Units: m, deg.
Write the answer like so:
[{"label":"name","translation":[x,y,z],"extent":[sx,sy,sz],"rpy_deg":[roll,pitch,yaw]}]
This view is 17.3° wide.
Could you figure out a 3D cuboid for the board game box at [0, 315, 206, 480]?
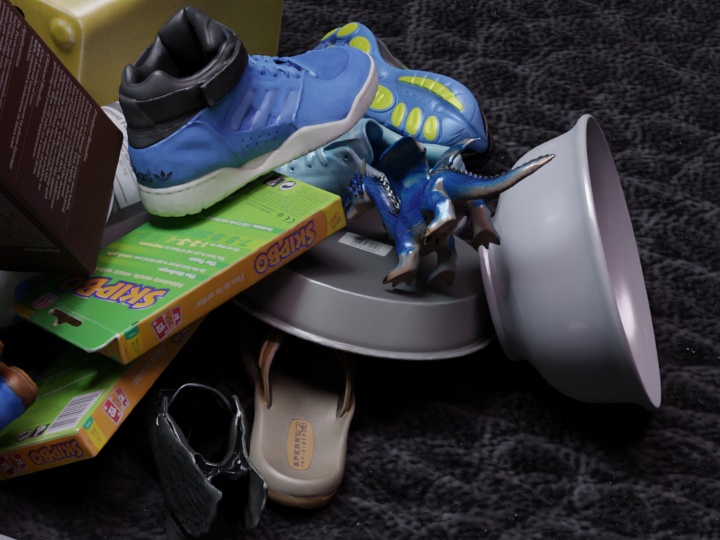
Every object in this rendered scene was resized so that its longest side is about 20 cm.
[{"label":"board game box","translation":[-0.159,0.058,1.502],"extent":[0.095,0.030,0.200],"rpy_deg":[-16,27,37]}]

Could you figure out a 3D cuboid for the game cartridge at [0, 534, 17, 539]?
[{"label":"game cartridge","translation":[-0.213,0.233,1.322],"extent":[0.129,0.038,0.200],"rpy_deg":[15,40,12]}]

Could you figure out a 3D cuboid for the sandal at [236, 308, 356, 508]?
[{"label":"sandal","translation":[-0.039,0.068,1.532],"extent":[0.080,0.054,0.200],"rpy_deg":[5,41,-6]}]

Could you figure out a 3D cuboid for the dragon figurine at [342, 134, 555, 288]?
[{"label":"dragon figurine","translation":[0.047,-0.054,1.509],"extent":[0.059,0.200,0.100],"rpy_deg":[0,63,-26]}]

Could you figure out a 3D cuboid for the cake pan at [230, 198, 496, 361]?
[{"label":"cake pan","translation":[0.000,0.000,1.586],"extent":[0.200,0.037,0.200],"rpy_deg":[12,21,-5]}]

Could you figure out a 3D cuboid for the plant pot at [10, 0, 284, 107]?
[{"label":"plant pot","translation":[-0.187,-0.187,1.685],"extent":[0.194,0.196,0.200],"rpy_deg":[28,42,20]}]

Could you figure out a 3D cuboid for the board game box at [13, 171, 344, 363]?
[{"label":"board game box","translation":[-0.114,-0.004,1.491],"extent":[0.200,0.030,0.095],"rpy_deg":[-30,34,-31]}]

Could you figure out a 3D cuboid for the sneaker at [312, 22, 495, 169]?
[{"label":"sneaker","translation":[0.025,-0.123,1.764],"extent":[0.071,0.083,0.199],"rpy_deg":[-50,46,-8]}]

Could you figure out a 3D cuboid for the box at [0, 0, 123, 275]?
[{"label":"box","translation":[-0.215,-0.081,1.403],"extent":[0.075,0.200,0.100],"rpy_deg":[2,67,20]}]

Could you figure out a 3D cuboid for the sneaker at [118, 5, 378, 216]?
[{"label":"sneaker","translation":[-0.072,-0.127,1.531],"extent":[0.200,0.112,0.077],"rpy_deg":[-32,34,-30]}]

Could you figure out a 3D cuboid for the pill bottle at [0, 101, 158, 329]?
[{"label":"pill bottle","translation":[-0.180,-0.046,1.579],"extent":[0.200,0.114,0.114],"rpy_deg":[-23,50,-27]}]

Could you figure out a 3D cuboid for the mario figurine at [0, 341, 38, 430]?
[{"label":"mario figurine","translation":[-0.291,0.112,1.386],"extent":[0.123,0.106,0.200],"rpy_deg":[44,69,-3]}]

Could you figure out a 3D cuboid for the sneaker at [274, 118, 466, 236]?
[{"label":"sneaker","translation":[-0.018,-0.081,1.687],"extent":[0.199,0.082,0.074],"rpy_deg":[9,39,4]}]

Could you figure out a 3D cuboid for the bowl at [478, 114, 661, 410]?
[{"label":"bowl","translation":[0.132,0.003,1.564],"extent":[0.090,0.201,0.201],"rpy_deg":[-12,39,13]}]

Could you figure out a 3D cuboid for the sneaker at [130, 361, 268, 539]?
[{"label":"sneaker","translation":[-0.098,0.100,1.444],"extent":[0.060,0.104,0.200],"rpy_deg":[-4,42,-15]}]
